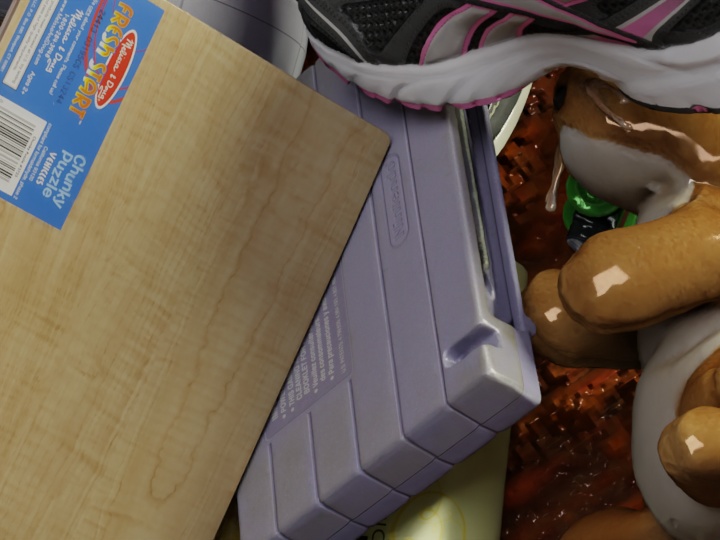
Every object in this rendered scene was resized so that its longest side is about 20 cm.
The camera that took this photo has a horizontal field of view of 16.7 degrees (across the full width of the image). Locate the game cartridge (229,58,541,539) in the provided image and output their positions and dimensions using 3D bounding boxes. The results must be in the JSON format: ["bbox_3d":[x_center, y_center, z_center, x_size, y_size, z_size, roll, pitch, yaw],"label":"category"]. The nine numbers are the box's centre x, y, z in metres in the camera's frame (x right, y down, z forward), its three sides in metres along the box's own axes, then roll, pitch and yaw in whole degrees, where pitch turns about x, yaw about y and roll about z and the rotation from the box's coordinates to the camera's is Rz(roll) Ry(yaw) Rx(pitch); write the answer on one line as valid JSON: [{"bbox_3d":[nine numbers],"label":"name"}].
[{"bbox_3d":[0.000,0.000,0.871,0.130,0.038,0.200,-43,37,33],"label":"game cartridge"}]

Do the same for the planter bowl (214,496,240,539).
[{"bbox_3d":[-0.117,0.082,0.888,0.200,0.083,0.201,-5,65,12],"label":"planter bowl"}]

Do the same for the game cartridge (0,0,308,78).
[{"bbox_3d":[-0.097,-0.102,0.908,0.133,0.200,0.042,16,90,19],"label":"game cartridge"}]

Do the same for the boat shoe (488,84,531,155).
[{"bbox_3d":[0.037,-0.134,0.960,0.072,0.068,0.201,4,68,14],"label":"boat shoe"}]

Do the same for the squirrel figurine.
[{"bbox_3d":[0.152,-0.003,0.836,0.199,0.142,0.187,-5,67,-6],"label":"squirrel figurine"}]

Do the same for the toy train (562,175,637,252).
[{"bbox_3d":[0.133,-0.089,0.930,0.056,0.042,0.200,21,73,9],"label":"toy train"}]

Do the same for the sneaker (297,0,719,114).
[{"bbox_3d":[0.058,-0.110,0.807,0.200,0.086,0.080,3,43,39],"label":"sneaker"}]

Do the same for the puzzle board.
[{"bbox_3d":[-0.087,0.012,0.811,0.017,0.151,0.200,12,75,56],"label":"puzzle board"}]

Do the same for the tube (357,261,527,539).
[{"bbox_3d":[0.022,0.091,0.870,0.058,0.052,0.201,-12,64,55],"label":"tube"}]
